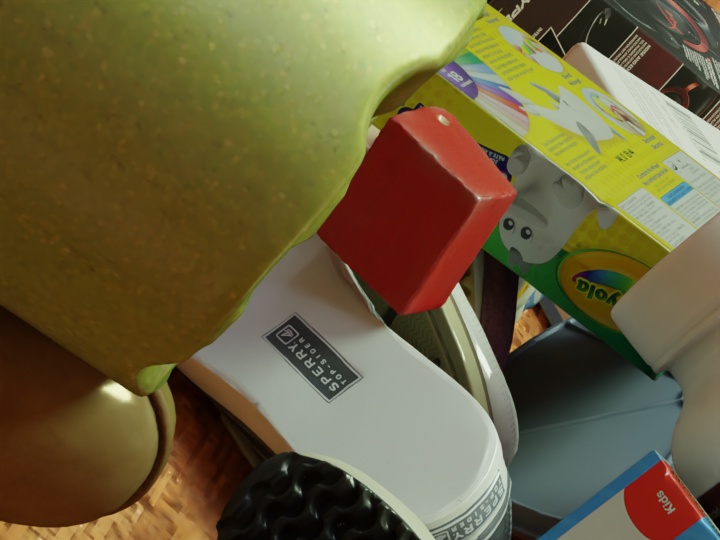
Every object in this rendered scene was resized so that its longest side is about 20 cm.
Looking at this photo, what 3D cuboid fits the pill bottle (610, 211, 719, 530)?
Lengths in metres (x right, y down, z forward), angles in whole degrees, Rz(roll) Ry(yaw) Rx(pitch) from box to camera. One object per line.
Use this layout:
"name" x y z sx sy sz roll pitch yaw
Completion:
"pill bottle" 0.168 0.067 0.837 0.200 0.113 0.113 53 21 8

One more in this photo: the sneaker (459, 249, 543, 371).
"sneaker" 0.046 -0.006 1.055 0.090 0.075 0.201 28 25 -24

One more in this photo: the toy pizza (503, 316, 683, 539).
"toy pizza" 0.130 0.057 0.984 0.200 0.199 0.032 -85 164 -65

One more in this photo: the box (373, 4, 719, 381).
"box" 0.052 -0.048 0.987 0.200 0.048 0.117 40 21 9

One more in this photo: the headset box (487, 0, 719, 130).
"headset box" 0.131 -0.118 1.446 0.199 0.075 0.149 35 22 -24

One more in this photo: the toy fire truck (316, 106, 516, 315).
"toy fire truck" -0.061 -0.066 0.836 0.200 0.049 0.141 46 28 24

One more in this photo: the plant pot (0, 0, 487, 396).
"plant pot" -0.077 -0.077 0.654 0.184 0.201 0.200 40 20 -4

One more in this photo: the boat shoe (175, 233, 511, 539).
"boat shoe" -0.015 0.034 0.877 0.200 0.072 0.068 43 -19 40

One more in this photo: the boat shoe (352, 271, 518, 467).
"boat shoe" 0.000 0.000 0.954 0.068 0.075 0.200 8 40 -50

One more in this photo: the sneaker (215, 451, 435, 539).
"sneaker" 0.033 0.139 0.778 0.200 0.070 0.093 48 2 15

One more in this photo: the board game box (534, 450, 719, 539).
"board game box" 0.139 0.170 0.822 0.196 0.056 0.200 55 2 26

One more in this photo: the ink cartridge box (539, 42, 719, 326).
"ink cartridge box" 0.161 0.005 1.245 0.199 0.084 0.146 27 26 -40

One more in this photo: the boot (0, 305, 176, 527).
"boot" -0.127 0.054 0.622 0.174 0.066 0.200 26 23 -13
